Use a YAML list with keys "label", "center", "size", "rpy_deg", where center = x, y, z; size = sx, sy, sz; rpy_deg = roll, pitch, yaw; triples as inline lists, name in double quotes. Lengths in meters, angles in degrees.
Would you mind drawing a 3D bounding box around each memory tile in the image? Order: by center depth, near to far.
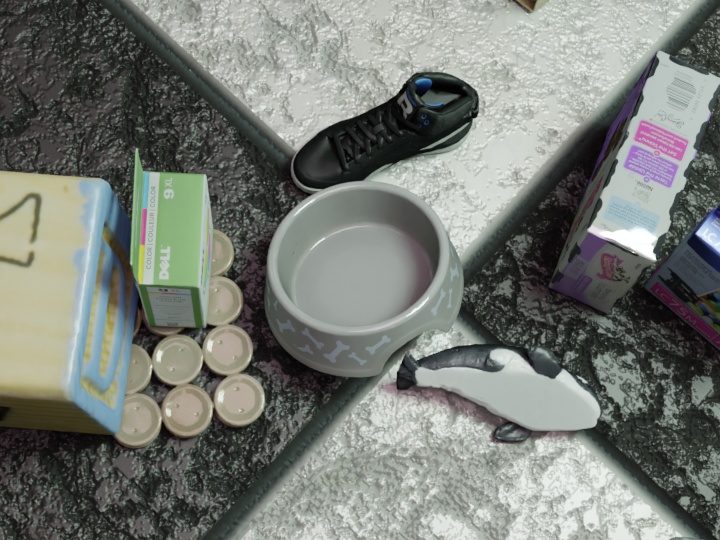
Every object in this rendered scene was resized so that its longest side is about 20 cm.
- label: "memory tile"
  center: [-0.182, 0.063, 1.166]
  size: [0.151, 0.017, 0.203]
  rpy_deg: [-11, 74, -8]

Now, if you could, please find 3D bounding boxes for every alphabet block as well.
- label: "alphabet block"
  center: [-0.314, 0.031, 1.061]
  size: [0.197, 0.197, 0.198]
  rpy_deg: [5, 72, 2]

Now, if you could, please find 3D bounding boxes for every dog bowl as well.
- label: "dog bowl"
  center: [0.000, 0.000, 1.150]
  size: [0.197, 0.059, 0.202]
  rpy_deg: [-3, 56, 5]

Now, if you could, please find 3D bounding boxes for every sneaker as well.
- label: "sneaker"
  center: [0.023, -0.147, 1.201]
  size: [0.198, 0.112, 0.074]
  rpy_deg: [-21, 74, -11]

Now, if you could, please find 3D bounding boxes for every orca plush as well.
- label: "orca plush"
  center: [0.133, 0.105, 1.170]
  size: [0.197, 0.071, 0.107]
  rpy_deg: [-1, 116, 5]

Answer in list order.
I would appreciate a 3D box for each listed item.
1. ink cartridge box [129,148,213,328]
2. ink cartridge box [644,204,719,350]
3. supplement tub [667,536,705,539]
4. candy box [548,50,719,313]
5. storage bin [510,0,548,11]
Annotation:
- label: "ink cartridge box"
  center: [-0.167, -0.023, 1.081]
  size: [0.058, 0.200, 0.105]
  rpy_deg: [2, 73, -4]
- label: "ink cartridge box"
  center: [0.347, 0.013, 1.131]
  size: [0.119, 0.200, 0.042]
  rpy_deg: [40, 72, 9]
- label: "supplement tub"
  center: [0.365, 0.312, 1.078]
  size: [0.197, 0.123, 0.124]
  rpy_deg: [9, 71, -3]
- label: "candy box"
  center: [0.263, -0.080, 1.171]
  size: [0.071, 0.168, 0.202]
  rpy_deg: [23, 71, 4]
- label: "storage bin"
  center: [0.162, -0.406, 1.249]
  size: [0.093, 0.200, 0.199]
  rpy_deg: [-36, 78, -13]
